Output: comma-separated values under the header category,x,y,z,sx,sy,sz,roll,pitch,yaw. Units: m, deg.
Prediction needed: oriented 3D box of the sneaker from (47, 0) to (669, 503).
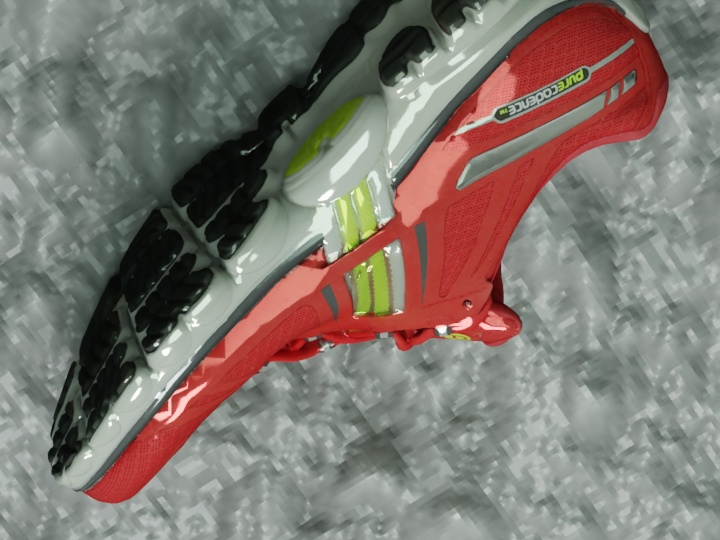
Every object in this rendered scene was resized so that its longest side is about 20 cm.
category,x,y,z,sx,sy,sz,roll,pitch,yaw
sneaker,0.000,0.000,0.766,0.085,0.077,0.200,41,106,-21
